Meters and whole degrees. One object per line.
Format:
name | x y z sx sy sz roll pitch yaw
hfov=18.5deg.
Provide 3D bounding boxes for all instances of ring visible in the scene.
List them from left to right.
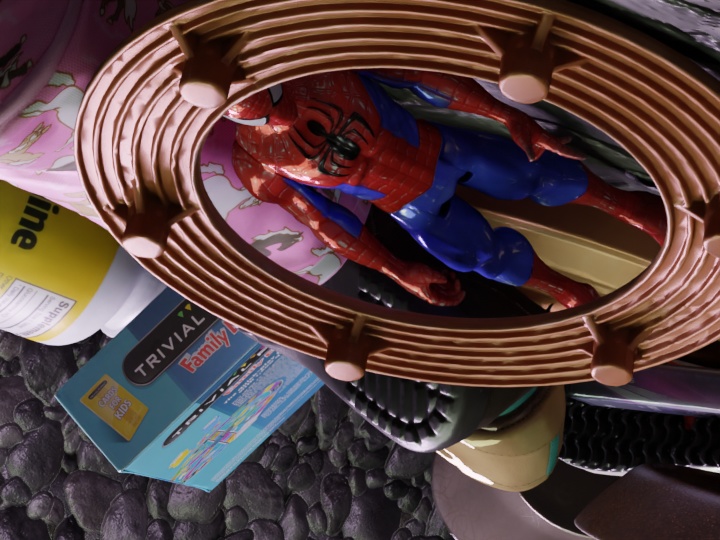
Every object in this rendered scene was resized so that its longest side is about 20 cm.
ring | 0.018 -0.013 0.601 0.198 0.019 0.201 8 150 5

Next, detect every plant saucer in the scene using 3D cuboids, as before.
plant saucer | 0.094 0.003 0.876 0.199 0.033 0.200 20 175 2
plant saucer | 0.188 0.115 0.913 0.198 0.035 0.200 14 180 0

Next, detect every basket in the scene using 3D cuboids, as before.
basket | 0.129 0.099 1.213 0.178 0.137 0.200 -5 169 0

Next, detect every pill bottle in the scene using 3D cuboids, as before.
pill bottle | -0.163 -0.033 1.006 0.199 0.113 0.112 22 174 -31

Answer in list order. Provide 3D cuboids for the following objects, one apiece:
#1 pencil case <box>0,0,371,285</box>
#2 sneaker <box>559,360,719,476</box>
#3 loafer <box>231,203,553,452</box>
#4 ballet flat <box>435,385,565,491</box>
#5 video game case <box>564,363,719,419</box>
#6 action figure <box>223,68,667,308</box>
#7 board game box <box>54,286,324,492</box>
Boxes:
pencil case | -0.068 -0.047 0.685 0.086 0.084 0.200 15 174 30
sneaker | 0.170 0.074 1.043 0.199 0.071 0.093 0 162 46
loafer | 0.000 0.000 0.805 0.071 0.074 0.200 -6 -145 -35
ballet flat | 0.000 0.025 0.862 0.200 0.069 0.063 37 158 36
video game case | 0.184 0.054 0.870 0.198 0.019 0.143 6 176 11
action figure | 0.026 -0.026 0.662 0.199 0.066 0.052 23 -161 -41
board game box | -0.048 0.030 1.014 0.047 0.151 0.200 46 179 11
